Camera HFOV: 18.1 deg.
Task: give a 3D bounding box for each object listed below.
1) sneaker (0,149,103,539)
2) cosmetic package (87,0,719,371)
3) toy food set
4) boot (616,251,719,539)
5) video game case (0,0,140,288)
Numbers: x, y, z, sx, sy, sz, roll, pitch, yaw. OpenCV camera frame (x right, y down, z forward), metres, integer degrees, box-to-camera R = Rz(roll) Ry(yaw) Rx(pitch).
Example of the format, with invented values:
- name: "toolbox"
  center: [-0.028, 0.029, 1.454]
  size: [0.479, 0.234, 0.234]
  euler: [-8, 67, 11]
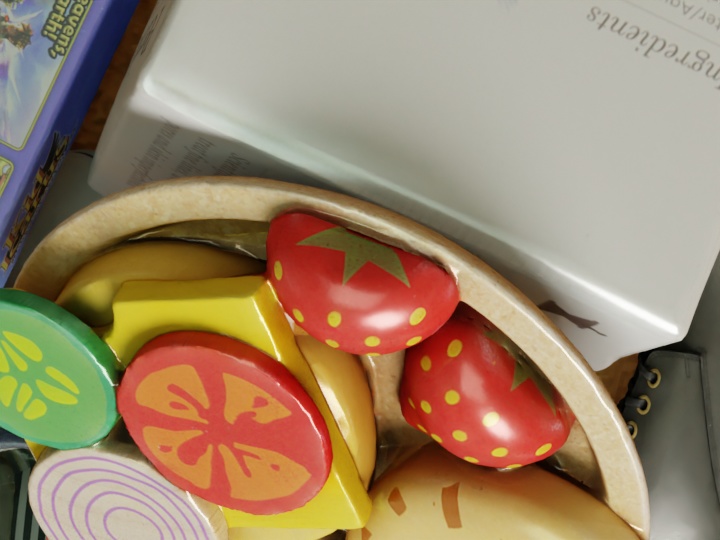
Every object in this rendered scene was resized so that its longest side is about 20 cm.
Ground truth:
- name: "sneaker"
  center: [-0.103, 0.041, 0.756]
  size: [0.073, 0.071, 0.201]
  euler: [-17, 60, 21]
- name: "cosmetic package"
  center: [0.035, -0.092, 0.676]
  size: [0.164, 0.165, 0.201]
  euler: [25, 79, -7]
- name: "toy food set"
  center: [-0.016, 0.058, 0.625]
  size: [0.197, 0.049, 0.201]
  euler: [-4, 129, 30]
- name: "boot"
  center: [0.092, 0.050, 0.774]
  size: [0.137, 0.077, 0.201]
  euler: [-14, 93, 17]
- name: "video game case"
  center: [-0.178, -0.068, 0.707]
  size: [0.180, 0.045, 0.201]
  euler: [27, 96, 4]
